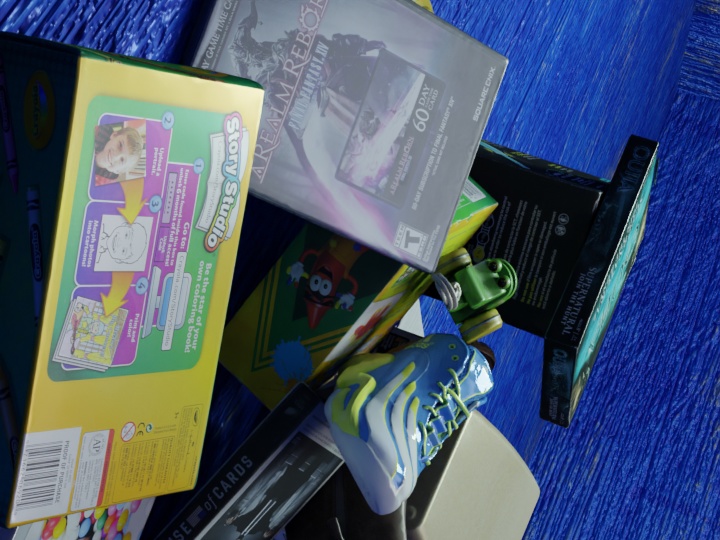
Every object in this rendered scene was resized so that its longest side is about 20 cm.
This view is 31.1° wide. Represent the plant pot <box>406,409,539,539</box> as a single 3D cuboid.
[{"bbox_3d":[0.034,0.209,1.195,0.201,0.198,0.178,-61,150,-32],"label":"plant pot"}]

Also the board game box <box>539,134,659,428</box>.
[{"bbox_3d":[0.191,0.010,1.036,0.136,0.028,0.201,80,33,-58],"label":"board game box"}]

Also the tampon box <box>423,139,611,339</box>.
[{"bbox_3d":[0.103,-0.040,1.098,0.150,0.198,0.127,-17,125,-69],"label":"tampon box"}]

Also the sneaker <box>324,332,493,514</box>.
[{"bbox_3d":[0.036,0.084,0.845,0.076,0.104,0.200,62,5,-15],"label":"sneaker"}]

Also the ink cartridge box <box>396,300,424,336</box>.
[{"bbox_3d":[0.031,0.084,1.302,0.200,0.037,0.095,81,32,-63],"label":"ink cartridge box"}]

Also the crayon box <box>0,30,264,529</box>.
[{"bbox_3d":[-0.116,0.004,0.582,0.118,0.058,0.202,0,103,-56],"label":"crayon box"}]

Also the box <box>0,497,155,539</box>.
[{"bbox_3d":[-0.160,0.127,0.693,0.156,0.041,0.202,50,61,-71],"label":"box"}]

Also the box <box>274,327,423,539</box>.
[{"bbox_3d":[-0.012,0.136,1.075,0.035,0.109,0.201,80,33,-60],"label":"box"}]

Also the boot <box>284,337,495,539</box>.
[{"bbox_3d":[0.025,0.150,0.992,0.073,0.198,0.167,59,14,-49],"label":"boot"}]

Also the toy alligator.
[{"bbox_3d":[0.082,0.011,0.885,0.054,0.060,0.200,-28,173,3],"label":"toy alligator"}]

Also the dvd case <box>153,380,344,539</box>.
[{"bbox_3d":[-0.084,0.169,0.892,0.200,0.025,0.150,-48,161,-4],"label":"dvd case"}]

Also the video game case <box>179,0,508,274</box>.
[{"bbox_3d":[-0.011,-0.099,0.752,0.199,0.019,0.144,23,84,-34],"label":"video game case"}]

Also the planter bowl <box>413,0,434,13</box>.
[{"bbox_3d":[-0.002,-0.136,0.849,0.200,0.083,0.202,19,90,-75],"label":"planter bowl"}]

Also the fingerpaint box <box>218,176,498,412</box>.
[{"bbox_3d":[0.000,0.000,0.931,0.167,0.073,0.200,-51,171,20],"label":"fingerpaint box"}]
